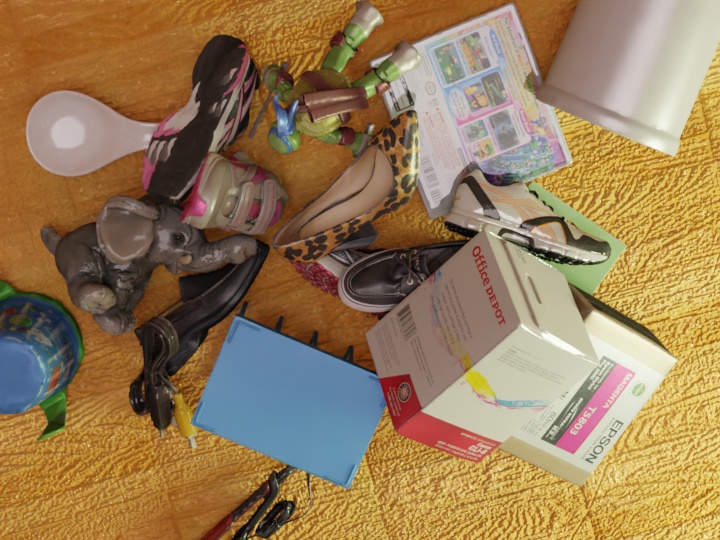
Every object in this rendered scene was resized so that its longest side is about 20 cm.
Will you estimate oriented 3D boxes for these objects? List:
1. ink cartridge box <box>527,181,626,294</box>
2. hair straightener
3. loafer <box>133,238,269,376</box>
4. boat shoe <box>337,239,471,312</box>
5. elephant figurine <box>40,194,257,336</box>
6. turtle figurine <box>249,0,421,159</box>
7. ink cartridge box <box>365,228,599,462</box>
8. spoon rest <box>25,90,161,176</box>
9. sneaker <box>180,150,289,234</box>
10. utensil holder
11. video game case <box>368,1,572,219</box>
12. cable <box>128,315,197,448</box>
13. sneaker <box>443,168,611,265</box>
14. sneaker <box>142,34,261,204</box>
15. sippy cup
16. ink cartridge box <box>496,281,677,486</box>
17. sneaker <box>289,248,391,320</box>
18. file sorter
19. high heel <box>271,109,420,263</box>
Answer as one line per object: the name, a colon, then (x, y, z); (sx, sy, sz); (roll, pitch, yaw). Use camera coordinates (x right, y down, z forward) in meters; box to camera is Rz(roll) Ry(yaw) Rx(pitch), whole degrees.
ink cartridge box: (0.204, 0.018, 1.770); (0.145, 0.048, 0.201); (33, 103, -6)
hair straightener: (-0.126, 0.316, 1.846); (0.077, 0.041, 0.200); (44, 95, -9)
loafer: (-0.187, 0.033, 1.761); (0.072, 0.073, 0.200); (41, 99, -5)
boat shoe: (0.074, 0.001, 1.692); (0.198, 0.066, 0.071); (-6, 75, -9)
elephant figurine: (-0.245, -0.033, 1.720); (0.200, 0.142, 0.155); (-43, 121, 11)
turtle figurine: (-0.034, -0.197, 1.693); (0.194, 0.200, 0.144); (-45, 61, -8)
ink cartridge box: (0.134, 0.086, 1.653); (0.144, 0.146, 0.200); (25, 125, -38)
spoon rest: (-0.288, -0.160, 1.722); (0.198, 0.061, 0.100); (-2, 103, 0)
sneaker: (-0.132, -0.082, 1.661); (0.088, 0.200, 0.082); (28, 109, 9)
utensil holder: (0.307, -0.251, 1.647); (0.169, 0.170, 0.201); (21, 101, -5)
video game case: (0.129, -0.184, 1.736); (0.181, 0.024, 0.201); (-21, 101, 4)
cable: (-0.234, 0.119, 1.753); (0.097, 0.050, 0.201); (31, 136, 33)
sneaker: (0.199, -0.059, 1.716); (0.198, 0.074, 0.081); (18, 82, -9)
sneaker: (-0.167, -0.159, 1.693); (0.080, 0.086, 0.201); (29, 87, 29)
sippy cup: (-0.402, 0.105, 1.746); (0.177, 0.130, 0.140); (31, 101, -6)
ink cartridge box: (0.248, 0.136, 1.746); (0.164, 0.075, 0.201); (27, 104, -34)
sneaker: (0.000, 0.000, 1.757); (0.199, 0.081, 0.075); (29, 72, -5)
file sorter: (-0.076, 0.138, 1.757); (0.199, 0.123, 0.140); (23, 102, -5)
high heel: (-0.014, -0.089, 1.636); (0.072, 0.142, 0.201); (50, 133, 30)
